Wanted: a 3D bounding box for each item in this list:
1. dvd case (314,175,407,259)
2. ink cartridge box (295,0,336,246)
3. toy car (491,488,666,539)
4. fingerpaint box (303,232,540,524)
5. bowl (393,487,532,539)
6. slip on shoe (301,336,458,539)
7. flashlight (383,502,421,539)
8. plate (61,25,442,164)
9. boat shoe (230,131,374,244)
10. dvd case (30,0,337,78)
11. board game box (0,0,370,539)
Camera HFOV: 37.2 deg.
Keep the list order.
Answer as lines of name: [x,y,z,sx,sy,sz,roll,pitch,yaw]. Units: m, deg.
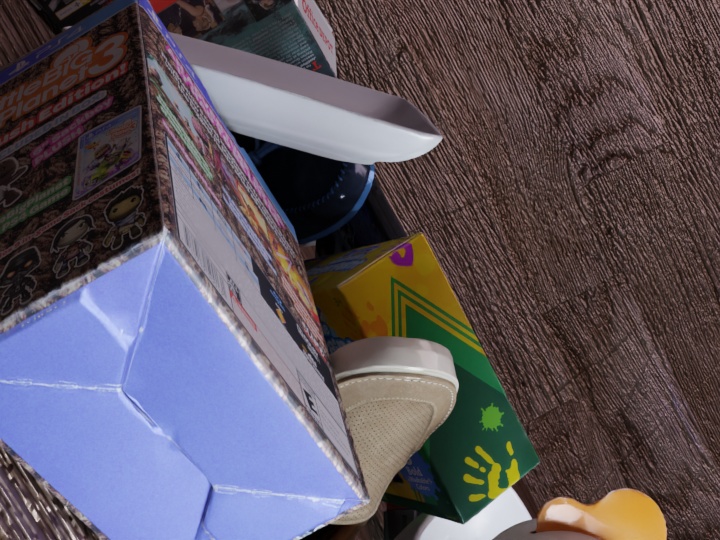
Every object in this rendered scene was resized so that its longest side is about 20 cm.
dvd case: [0.000,0.000,0.828,0.201,0.017,0.144,97,-30,-54]
ink cartridge box: [-0.071,-0.131,0.940,0.145,0.082,0.204,37,49,-76]
toy car: [0.097,0.201,0.531,0.176,0.201,0.185,34,16,-7]
fingerpaint box: [0.009,0.073,0.736,0.169,0.073,0.199,62,-23,-9]
bowl: [0.086,0.261,0.754,0.199,0.074,0.202,-10,71,-61]
slip on shoe: [-0.006,0.099,0.551,0.200,0.075,0.062,130,-36,-51]
flashlight: [0.051,0.130,0.900,0.068,0.067,0.204,72,18,-73]
plate: [-0.060,-0.103,0.622,0.200,0.196,0.033,-103,-152,-75]
boat shoe: [-0.075,-0.060,0.728,0.068,0.198,0.085,38,64,-35]
dvd case: [-0.114,-0.163,0.741,0.200,0.145,0.022,54,7,-52]
board game box: [-0.089,0.004,0.463,0.160,0.096,0.201,58,8,-37]
